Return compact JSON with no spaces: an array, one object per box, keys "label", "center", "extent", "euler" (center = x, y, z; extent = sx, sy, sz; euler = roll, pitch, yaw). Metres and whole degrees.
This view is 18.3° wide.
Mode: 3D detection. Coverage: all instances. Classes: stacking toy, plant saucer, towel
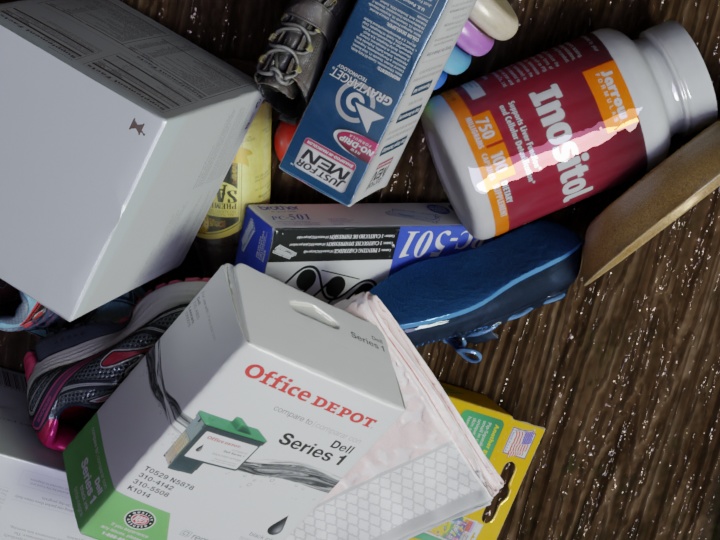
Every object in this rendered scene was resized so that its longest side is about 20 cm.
[{"label":"stacking toy","center":[0.016,-0.144,1.619],"extent":[0.200,0.085,0.085],"euler":[-40,117,15]},{"label":"plant saucer","center":[0.235,-0.063,1.660],"extent":[0.200,0.200,0.035],"euler":[-39,84,6]},{"label":"towel","center":[-0.025,0.129,1.631],"extent":[0.200,0.032,0.191],"euler":[-27,110,23]}]

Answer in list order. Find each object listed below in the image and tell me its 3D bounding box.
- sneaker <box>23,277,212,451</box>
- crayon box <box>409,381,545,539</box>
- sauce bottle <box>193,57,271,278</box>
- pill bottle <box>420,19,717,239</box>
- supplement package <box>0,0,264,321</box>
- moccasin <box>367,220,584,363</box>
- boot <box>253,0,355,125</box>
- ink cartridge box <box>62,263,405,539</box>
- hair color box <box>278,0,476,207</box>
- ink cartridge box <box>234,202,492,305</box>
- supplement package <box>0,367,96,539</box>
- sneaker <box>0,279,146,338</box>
[{"label":"sneaker","center":[-0.146,0.068,1.581],"extent":[0.199,0.075,0.081],"euler":[-24,142,21]},{"label":"crayon box","center":[0.032,0.146,1.747],"extent":[0.199,0.052,0.126],"euler":[19,99,-29]},{"label":"sauce bottle","center":[-0.096,-0.053,1.634],"extent":[0.066,0.066,0.201],"euler":[-5,114,-11]},{"label":"pill bottle","center":[0.154,-0.109,1.640],"extent":[0.199,0.113,0.113],"euler":[-23,118,-5]},{"label":"supplement package","center":[-0.186,-0.084,1.496],"extent":[0.150,0.200,0.152],"euler":[31,107,9]},{"label":"moccasin","center":[0.087,0.028,1.655],"extent":[0.199,0.080,0.068],"euler":[-18,130,-25]},{"label":"boot","center":[-0.021,-0.197,1.500],"extent":[0.069,0.200,0.175],"euler":[23,74,12]},{"label":"ink cartridge box","center":[-0.087,0.109,1.533],"extent":[0.146,0.084,0.200],"euler":[24,121,-33]},{"label":"hair color box","center":[0.022,-0.150,1.524],"extent":[0.060,0.100,0.201],"euler":[29,107,10]},{"label":"ink cartridge box","center":[0.000,0.000,1.661],"extent":[0.199,0.044,0.094],"euler":[-1,116,-34]},{"label":"supplement package","center":[-0.289,0.188,1.655],"extent":[0.191,0.147,0.201],"euler":[18,109,-21]},{"label":"sneaker","center":[-0.240,0.024,1.618],"extent":[0.199,0.096,0.079],"euler":[21,109,-22]}]
